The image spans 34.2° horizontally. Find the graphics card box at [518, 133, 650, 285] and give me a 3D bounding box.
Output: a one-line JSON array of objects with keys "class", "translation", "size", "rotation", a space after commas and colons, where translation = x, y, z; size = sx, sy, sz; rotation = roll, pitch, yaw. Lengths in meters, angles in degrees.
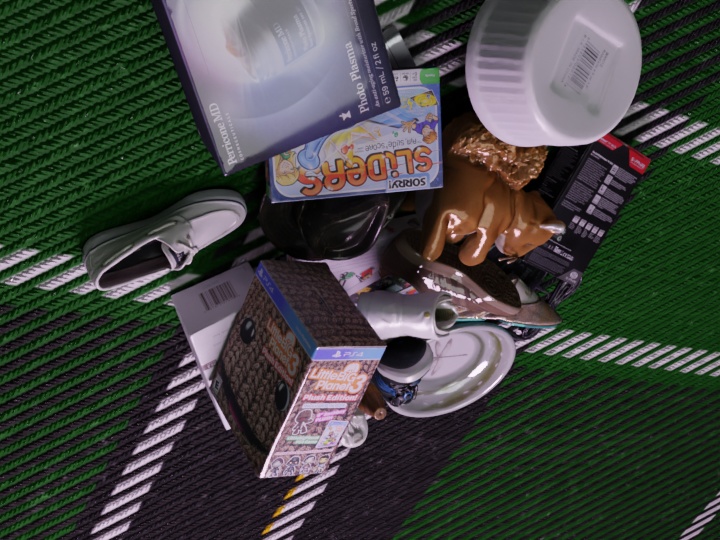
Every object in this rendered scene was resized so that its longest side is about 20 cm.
[{"class": "graphics card box", "translation": [0.289, -0.089, 1.558], "size": [0.125, 0.051, 0.201], "rotation": [21, 101, -42]}]

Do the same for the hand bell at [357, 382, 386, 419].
[{"class": "hand bell", "translation": [-0.012, 0.130, 1.448], "size": [0.103, 0.200, 0.105], "rotation": [-9, 114, -21]}]

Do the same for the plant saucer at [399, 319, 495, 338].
[{"class": "plant saucer", "translation": [0.113, 0.094, 1.680], "size": [0.199, 0.032, 0.201], "rotation": [-16, 137, -15]}]

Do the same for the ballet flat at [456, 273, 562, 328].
[{"class": "ballet flat", "translation": [0.182, 0.038, 1.571], "size": [0.198, 0.068, 0.068], "rotation": [4, 106, -14]}]

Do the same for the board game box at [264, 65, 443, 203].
[{"class": "board game box", "translation": [-0.009, -0.152, 1.296], "size": [0.198, 0.034, 0.137], "rotation": [-7, 104, -12]}]

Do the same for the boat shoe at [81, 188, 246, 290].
[{"class": "boat shoe", "translation": [-0.220, -0.032, 1.345], "size": [0.198, 0.066, 0.072], "rotation": [-18, 136, -13]}]

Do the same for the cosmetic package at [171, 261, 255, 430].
[{"class": "cosmetic package", "translation": [-0.158, 0.099, 1.493], "size": [0.112, 0.081, 0.201], "rotation": [-25, 136, -10]}]

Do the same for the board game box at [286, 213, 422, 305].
[{"class": "board game box", "translation": [0.000, 0.000, 1.523], "size": [0.198, 0.035, 0.127], "rotation": [-13, 134, -19]}]

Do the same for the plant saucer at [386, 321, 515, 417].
[{"class": "plant saucer", "translation": [0.120, 0.127, 1.647], "size": [0.198, 0.050, 0.201], "rotation": [-14, 141, -12]}]

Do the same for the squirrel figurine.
[{"class": "squirrel figurine", "translation": [0.169, -0.100, 1.433], "size": [0.185, 0.142, 0.201], "rotation": [14, 111, -21]}]

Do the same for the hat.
[{"class": "hat", "translation": [-0.016, -0.070, 1.371], "size": [0.199, 0.081, 0.202], "rotation": [-13, 133, -15]}]

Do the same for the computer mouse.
[{"class": "computer mouse", "translation": [0.206, 0.023, 1.645], "size": [0.199, 0.046, 0.141], "rotation": [21, 113, -37]}]

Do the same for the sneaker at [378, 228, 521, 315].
[{"class": "sneaker", "translation": [0.115, 0.013, 1.512], "size": [0.199, 0.071, 0.076], "rotation": [29, 130, -20]}]

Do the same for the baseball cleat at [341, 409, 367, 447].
[{"class": "baseball cleat", "translation": [-0.053, 0.151, 1.613], "size": [0.069, 0.106, 0.202], "rotation": [-23, 108, -21]}]

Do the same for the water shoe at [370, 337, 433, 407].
[{"class": "water shoe", "translation": [0.056, 0.132, 1.488], "size": [0.071, 0.200, 0.079], "rotation": [-24, 98, -10]}]

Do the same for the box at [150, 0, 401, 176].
[{"class": "box", "translation": [-0.087, -0.230, 1.155], "size": [0.197, 0.123, 0.201], "rotation": [-22, 119, -8]}]

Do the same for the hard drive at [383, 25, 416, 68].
[{"class": "hard drive", "translation": [-0.018, -0.178, 1.350], "size": [0.199, 0.027, 0.132], "rotation": [-32, 138, 2]}]

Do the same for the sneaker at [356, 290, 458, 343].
[{"class": "sneaker", "translation": [0.066, 0.061, 1.453], "size": [0.114, 0.074, 0.200], "rotation": [2, 179, 9]}]

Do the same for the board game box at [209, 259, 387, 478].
[{"class": "board game box", "translation": [-0.079, 0.116, 1.380], "size": [0.096, 0.160, 0.201], "rotation": [2, 125, -36]}]

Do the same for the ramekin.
[{"class": "ramekin", "translation": [0.224, -0.235, 1.321], "size": [0.199, 0.097, 0.202], "rotation": [-9, 106, -32]}]
